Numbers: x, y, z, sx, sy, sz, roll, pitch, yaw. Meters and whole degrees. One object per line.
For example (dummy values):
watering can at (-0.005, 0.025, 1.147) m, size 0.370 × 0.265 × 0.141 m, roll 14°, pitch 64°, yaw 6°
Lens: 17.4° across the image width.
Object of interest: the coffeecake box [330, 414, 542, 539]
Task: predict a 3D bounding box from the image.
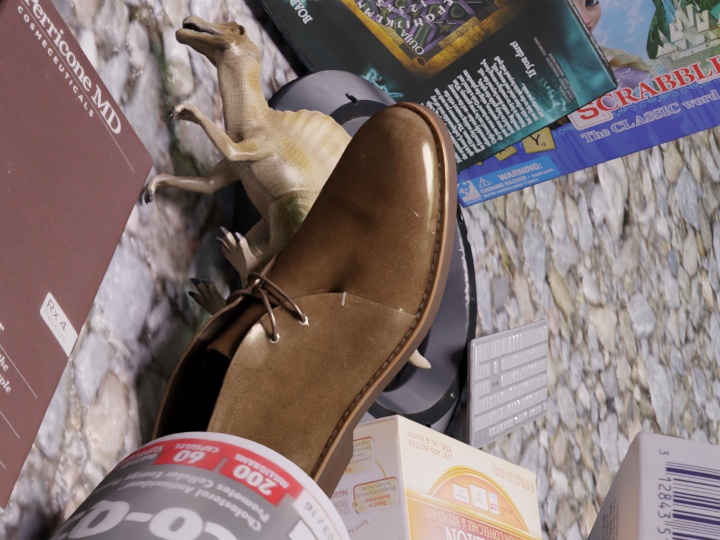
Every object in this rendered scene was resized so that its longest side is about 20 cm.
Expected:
coffeecake box at (0.032, 0.185, 1.088) m, size 0.153 × 0.073 × 0.201 m, roll 28°, pitch 52°, yaw -58°

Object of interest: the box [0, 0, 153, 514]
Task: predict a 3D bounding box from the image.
box at (-0.148, -0.007, 0.830) m, size 0.100 × 0.075 × 0.201 m, roll 58°, pitch 28°, yaw -30°

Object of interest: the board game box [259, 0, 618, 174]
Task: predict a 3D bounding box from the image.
board game box at (0.030, -0.136, 1.199) m, size 0.200 × 0.135 × 0.028 m, roll 54°, pitch 14°, yaw -37°

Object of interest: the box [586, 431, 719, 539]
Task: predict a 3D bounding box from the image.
box at (0.160, 0.219, 1.184) m, size 0.201 × 0.104 × 0.185 m, roll 106°, pitch -6°, yaw -49°

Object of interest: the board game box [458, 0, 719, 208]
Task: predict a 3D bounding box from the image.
board game box at (0.099, -0.138, 1.264) m, size 0.200 × 0.199 × 0.041 m, roll 52°, pitch 31°, yaw -37°

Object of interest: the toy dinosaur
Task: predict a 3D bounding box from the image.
toy dinosaur at (-0.030, -0.023, 1.052) m, size 0.101 × 0.058 × 0.201 m, roll -38°, pitch 101°, yaw -34°

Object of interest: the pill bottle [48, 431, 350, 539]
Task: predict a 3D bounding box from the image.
pill bottle at (-0.083, 0.148, 0.823) m, size 0.115 × 0.113 × 0.200 m, roll 67°, pitch 26°, yaw -14°

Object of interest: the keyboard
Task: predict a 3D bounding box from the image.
keyboard at (0.082, 0.060, 1.280) m, size 0.200 × 0.011 × 0.057 m, roll -8°, pitch 104°, yaw -75°

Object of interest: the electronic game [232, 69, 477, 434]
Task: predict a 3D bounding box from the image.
electronic game at (0.000, 0.000, 1.164) m, size 0.200 × 0.041 × 0.202 m, roll 25°, pitch 60°, yaw -52°

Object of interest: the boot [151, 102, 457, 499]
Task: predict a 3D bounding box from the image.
boot at (-0.023, 0.019, 0.986) m, size 0.075 × 0.073 × 0.201 m, roll 20°, pitch 96°, yaw -45°
